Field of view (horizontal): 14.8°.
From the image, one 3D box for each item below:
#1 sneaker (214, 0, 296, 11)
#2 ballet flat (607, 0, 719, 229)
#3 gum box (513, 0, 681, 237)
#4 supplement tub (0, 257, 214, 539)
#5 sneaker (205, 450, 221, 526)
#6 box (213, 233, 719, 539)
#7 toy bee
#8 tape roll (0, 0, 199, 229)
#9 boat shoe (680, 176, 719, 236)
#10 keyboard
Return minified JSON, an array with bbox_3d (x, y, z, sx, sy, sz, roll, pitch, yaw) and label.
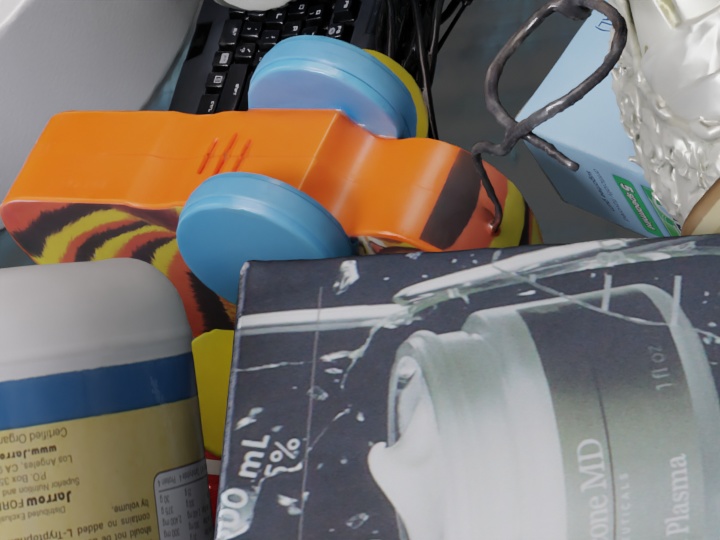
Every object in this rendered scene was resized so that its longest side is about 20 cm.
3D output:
[{"bbox_3d":[-0.020,-0.130,0.775,0.200,0.088,0.077,-20,48,56],"label":"sneaker"},{"bbox_3d":[0.085,-0.082,0.715,0.071,0.072,0.201,-24,51,12],"label":"ballet flat"},{"bbox_3d":[0.167,-0.063,0.728,0.199,0.045,0.170,24,72,39],"label":"gum box"},{"bbox_3d":[-0.098,0.104,0.612,0.144,0.144,0.201,-6,90,24],"label":"supplement tub"},{"bbox_3d":[-0.095,0.103,0.750,0.199,0.079,0.116,-21,42,-1],"label":"sneaker"},{"bbox_3d":[0.073,0.105,0.590,0.195,0.124,0.201,-5,57,12],"label":"box"},{"bbox_3d":[0.000,0.000,0.738,0.131,0.109,0.200,-49,34,-17],"label":"toy bee"},{"bbox_3d":[-0.152,-0.104,0.911,0.201,0.071,0.203,-15,53,20],"label":"tape roll"},{"bbox_3d":[0.170,-0.039,0.631,0.199,0.072,0.072,-29,80,-11],"label":"boat shoe"},{"bbox_3d":[-0.014,-0.079,0.841,0.103,0.040,0.201,-2,59,28],"label":"keyboard"}]
